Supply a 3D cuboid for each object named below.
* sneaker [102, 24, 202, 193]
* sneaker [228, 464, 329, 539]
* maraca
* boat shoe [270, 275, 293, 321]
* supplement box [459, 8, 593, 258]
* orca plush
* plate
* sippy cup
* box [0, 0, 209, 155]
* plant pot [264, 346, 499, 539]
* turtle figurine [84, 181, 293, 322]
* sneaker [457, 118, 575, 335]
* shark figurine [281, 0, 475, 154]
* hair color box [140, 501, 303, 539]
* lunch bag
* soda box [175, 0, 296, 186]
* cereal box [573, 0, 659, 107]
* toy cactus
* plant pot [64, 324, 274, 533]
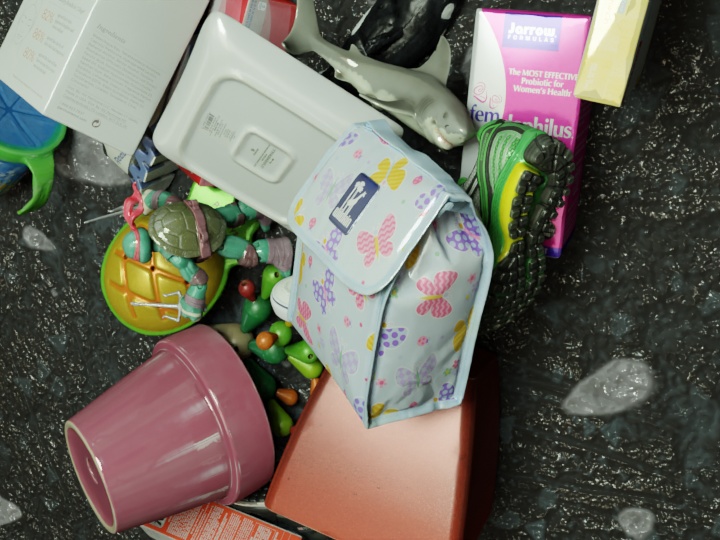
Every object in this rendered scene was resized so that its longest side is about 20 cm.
[{"bbox_3d":[-0.244,-0.190,0.905,0.114,0.080,0.202,33,117,9],"label":"sneaker"},{"bbox_3d":[-0.074,0.288,0.976,0.195,0.076,0.090,-6,109,25],"label":"sneaker"},{"bbox_3d":[-0.205,-0.015,0.930,0.199,0.107,0.138,-38,91,1],"label":"maraca"},{"bbox_3d":[0.000,0.003,0.827,0.196,0.076,0.087,-1,131,10],"label":"boat shoe"},{"bbox_3d":[0.151,-0.127,0.739,0.099,0.103,0.205,9,107,20],"label":"supplement box"},{"bbox_3d":[0.009,-0.226,0.789,0.196,0.071,0.108,-16,98,27],"label":"orca plush"},{"bbox_3d":[-0.088,-0.117,0.769,0.197,0.033,0.199,30,143,-14],"label":"plate"},{"bbox_3d":[-0.440,-0.159,0.980,0.130,0.138,0.182,-37,50,38],"label":"sippy cup"},{"bbox_3d":[-0.256,-0.246,0.817,0.151,0.105,0.203,33,96,41],"label":"box"},{"bbox_3d":[0.044,0.158,0.826,0.195,0.199,0.181,16,101,18],"label":"plant pot"},{"bbox_3d":[-0.174,-0.027,0.843,0.101,0.196,0.153,-37,65,60],"label":"turtle figurine"},{"bbox_3d":[0.115,-0.031,0.697,0.085,0.076,0.204,46,131,44],"label":"sneaker"},{"bbox_3d":[0.033,-0.182,0.733,0.213,0.128,0.091,37,98,18],"label":"shark figurine"},{"bbox_3d":[-0.160,0.337,1.003,0.196,0.065,0.112,16,149,20],"label":"hair color box"},{"bbox_3d":[0.017,-0.006,0.682,0.170,0.124,0.204,47,134,48],"label":"lunch bag"},{"bbox_3d":[-0.133,-0.191,0.853,0.063,0.069,0.204,37,118,36],"label":"soda box"},{"bbox_3d":[0.210,-0.211,0.633,0.039,0.200,0.147,16,111,17],"label":"cereal box"},{"bbox_3d":[-0.120,0.095,0.936,0.162,0.102,0.205,6,116,32],"label":"toy cactus"},{"bbox_3d":[-0.219,0.188,0.909,0.199,0.177,0.204,33,135,40],"label":"plant pot"}]
